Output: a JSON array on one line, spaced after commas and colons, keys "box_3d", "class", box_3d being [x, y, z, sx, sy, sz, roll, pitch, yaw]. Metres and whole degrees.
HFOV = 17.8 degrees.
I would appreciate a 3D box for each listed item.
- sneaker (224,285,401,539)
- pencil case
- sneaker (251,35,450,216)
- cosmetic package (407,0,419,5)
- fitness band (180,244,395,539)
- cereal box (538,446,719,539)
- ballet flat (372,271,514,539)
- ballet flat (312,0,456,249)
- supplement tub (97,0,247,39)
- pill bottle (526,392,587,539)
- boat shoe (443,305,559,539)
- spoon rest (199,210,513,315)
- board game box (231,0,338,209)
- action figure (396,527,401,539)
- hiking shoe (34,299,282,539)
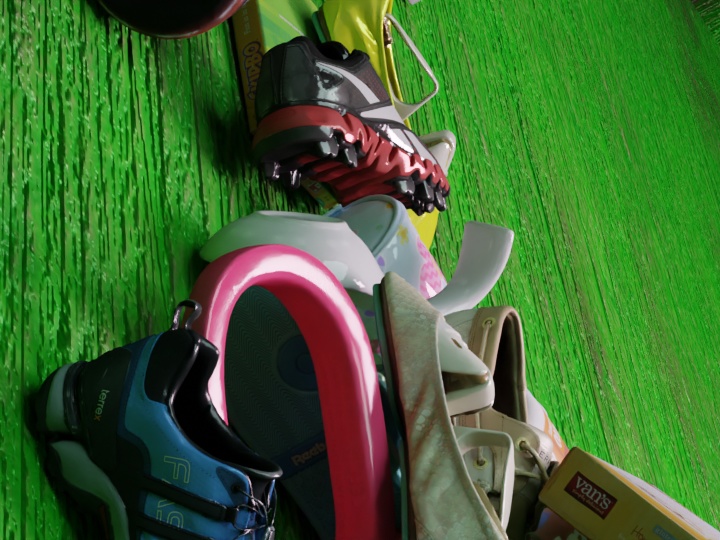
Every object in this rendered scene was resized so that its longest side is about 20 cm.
[{"box_3d": [-0.015, 0.066, 1.264, 0.131, 0.079, 0.201, -77, 144, -65], "class": "sneaker"}, {"box_3d": [0.039, 0.047, 1.429, 0.200, 0.083, 0.091, 54, 14, -28], "class": "pencil case"}, {"box_3d": [-0.004, -0.089, 1.438, 0.200, 0.071, 0.098, 25, 52, -58], "class": "sneaker"}, {"box_3d": [0.085, -0.368, 1.958, 0.123, 0.199, 0.200, 48, 23, -46], "class": "cosmetic package"}, {"box_3d": [-0.040, 0.088, 1.118, 0.143, 0.037, 0.201, 0, 81, -54], "class": "fitness band"}, {"box_3d": [0.184, 0.161, 1.255, 0.144, 0.040, 0.200, 36, 2, 23], "class": "cereal box"}, {"box_3d": [0.046, 0.082, 1.185, 0.068, 0.062, 0.201, 73, 8, -51], "class": "ballet flat"}, {"box_3d": [0.028, -0.100, 1.582, 0.067, 0.067, 0.201, -66, 137, -79], "class": "ballet flat"}, {"box_3d": [-0.094, -0.208, 1.374, 0.107, 0.107, 0.200, 60, 17, -11], "class": "supplement tub"}, {"box_3d": [0.105, 0.176, 1.384, 0.200, 0.112, 0.112, 56, 19, -23], "class": "pill bottle"}, {"box_3d": [0.071, 0.101, 1.240, 0.074, 0.066, 0.201, 48, 26, -52], "class": "boat shoe"}, {"box_3d": [0.000, 0.000, 1.303, 0.199, 0.099, 0.061, 0, 98, -38], "class": "spoon rest"}, {"box_3d": [-0.048, -0.129, 1.524, 0.096, 0.030, 0.201, 45, 23, -45], "class": "board game box"}, {"box_3d": [0.004, 0.202, 1.138, 0.052, 0.065, 0.200, 53, 18, -17], "class": "action figure"}, {"box_3d": [-0.068, 0.121, 1.008, 0.201, 0.086, 0.074, 63, 18, 1], "class": "hiking shoe"}]
